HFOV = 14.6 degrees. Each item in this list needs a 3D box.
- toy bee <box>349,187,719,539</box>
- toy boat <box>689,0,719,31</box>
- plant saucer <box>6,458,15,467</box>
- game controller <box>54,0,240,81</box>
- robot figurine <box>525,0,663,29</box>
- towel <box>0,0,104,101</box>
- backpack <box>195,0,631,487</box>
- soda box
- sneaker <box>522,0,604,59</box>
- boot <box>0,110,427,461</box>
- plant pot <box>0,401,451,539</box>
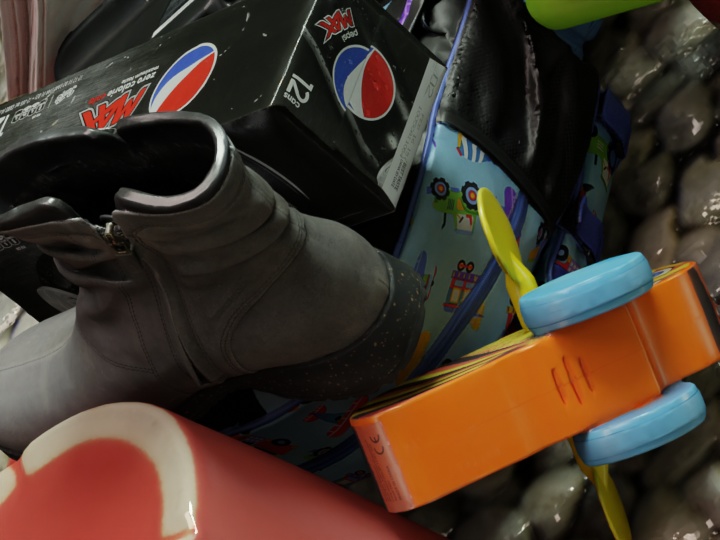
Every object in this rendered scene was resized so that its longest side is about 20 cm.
[{"bbox_3d":[0.090,0.035,0.996,0.109,0.199,0.131,176,93,-81],"label":"toy bee"},{"bbox_3d":[0.164,-0.186,1.077,0.130,0.131,0.200,-25,41,34],"label":"toy boat"},{"bbox_3d":[-0.113,0.041,1.210,0.200,0.037,0.200,123,166,-58],"label":"plant saucer"},{"bbox_3d":[-0.057,-0.113,1.123,0.200,0.042,0.104,-39,26,29],"label":"game controller"},{"bbox_3d":[0.071,-0.174,1.003,0.116,0.176,0.200,-32,28,-8],"label":"robot figurine"},{"bbox_3d":[-0.101,-0.128,1.265,0.032,0.191,0.200,23,46,16],"label":"towel"},{"bbox_3d":[0.000,0.000,1.083,0.182,0.134,0.200,-24,40,41],"label":"backpack"},{"bbox_3d":[-0.065,-0.041,1.018,0.200,0.063,0.071,-18,42,46],"label":"soda box"},{"bbox_3d":[0.037,-0.146,1.231,0.071,0.083,0.200,-55,32,5],"label":"sneaker"},{"bbox_3d":[-0.088,0.001,0.956,0.200,0.132,0.070,-19,50,35],"label":"boot"},{"bbox_3d":[-0.049,0.149,0.965,0.200,0.177,0.201,-31,39,28],"label":"plant pot"}]
